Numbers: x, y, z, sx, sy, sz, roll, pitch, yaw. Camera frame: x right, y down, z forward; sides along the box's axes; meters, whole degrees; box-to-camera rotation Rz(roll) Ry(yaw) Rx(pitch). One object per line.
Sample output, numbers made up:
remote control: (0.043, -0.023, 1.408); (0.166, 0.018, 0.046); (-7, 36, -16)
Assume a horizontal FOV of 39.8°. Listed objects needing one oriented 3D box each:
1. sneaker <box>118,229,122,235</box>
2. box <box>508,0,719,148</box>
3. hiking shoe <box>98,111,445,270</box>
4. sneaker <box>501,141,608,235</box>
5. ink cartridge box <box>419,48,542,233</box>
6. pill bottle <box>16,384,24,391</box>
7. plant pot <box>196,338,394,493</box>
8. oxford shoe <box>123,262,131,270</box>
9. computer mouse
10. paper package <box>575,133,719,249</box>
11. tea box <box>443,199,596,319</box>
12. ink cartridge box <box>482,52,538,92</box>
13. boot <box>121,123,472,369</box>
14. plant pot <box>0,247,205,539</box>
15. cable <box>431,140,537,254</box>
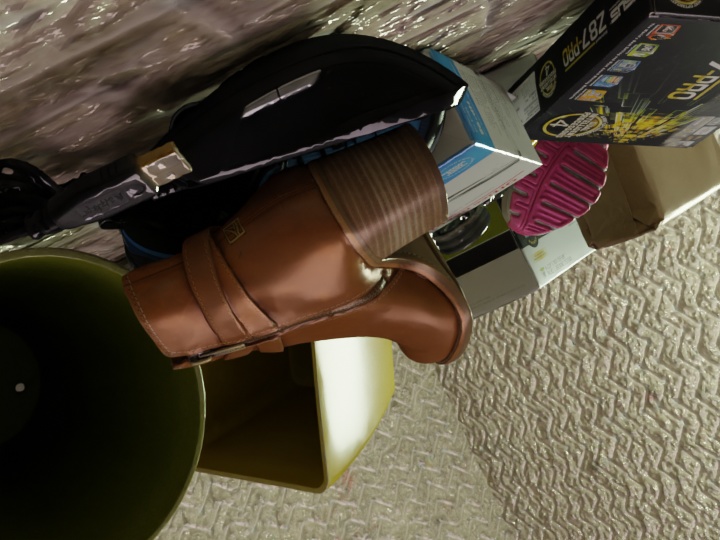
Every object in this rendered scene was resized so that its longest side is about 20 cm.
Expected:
sneaker: (-0.068, -0.021, 0.646); (0.074, 0.100, 0.199); (-28, 180, 37)
box: (0.216, -0.145, 0.697); (0.159, 0.050, 0.200); (-2, 165, -18)
hiking shoe: (-0.035, -0.053, 0.521); (0.199, 0.075, 0.087); (-33, 169, -10)
sneaker: (0.184, -0.118, 0.919); (0.201, 0.081, 0.088); (-59, -162, -13)
ink cartridge box: (0.048, -0.075, 0.672); (0.115, 0.067, 0.199); (-31, 169, 22)
pill bottle: (-0.339, 0.119, 0.921); (0.112, 0.113, 0.199); (-25, 180, -40)
plant pot: (-0.071, 0.075, 0.959); (0.198, 0.203, 0.176); (1, -169, 33)
oxford shoe: (-0.206, 0.047, 0.889); (0.075, 0.058, 0.200); (-15, 158, -50)
computer mouse: (-0.053, -0.059, 0.391); (0.198, 0.047, 0.140); (-17, -173, 2)
paper package: (0.304, -0.146, 1.116); (0.103, 0.193, 0.199); (-22, -179, 45)
tea box: (0.149, -0.067, 1.149); (0.133, 0.199, 0.199); (-26, 178, 35)
ink cartridge box: (0.048, -0.113, 0.808); (0.198, 0.037, 0.095); (-24, 179, -13)
boot: (-0.027, 0.017, 0.517); (0.153, 0.074, 0.201); (-27, 146, -5)
plant pot: (-0.219, 0.080, 0.617); (0.186, 0.189, 0.199); (-25, -166, -29)
cable: (0.083, -0.069, 0.806); (0.096, 0.051, 0.200); (-19, -165, 34)
